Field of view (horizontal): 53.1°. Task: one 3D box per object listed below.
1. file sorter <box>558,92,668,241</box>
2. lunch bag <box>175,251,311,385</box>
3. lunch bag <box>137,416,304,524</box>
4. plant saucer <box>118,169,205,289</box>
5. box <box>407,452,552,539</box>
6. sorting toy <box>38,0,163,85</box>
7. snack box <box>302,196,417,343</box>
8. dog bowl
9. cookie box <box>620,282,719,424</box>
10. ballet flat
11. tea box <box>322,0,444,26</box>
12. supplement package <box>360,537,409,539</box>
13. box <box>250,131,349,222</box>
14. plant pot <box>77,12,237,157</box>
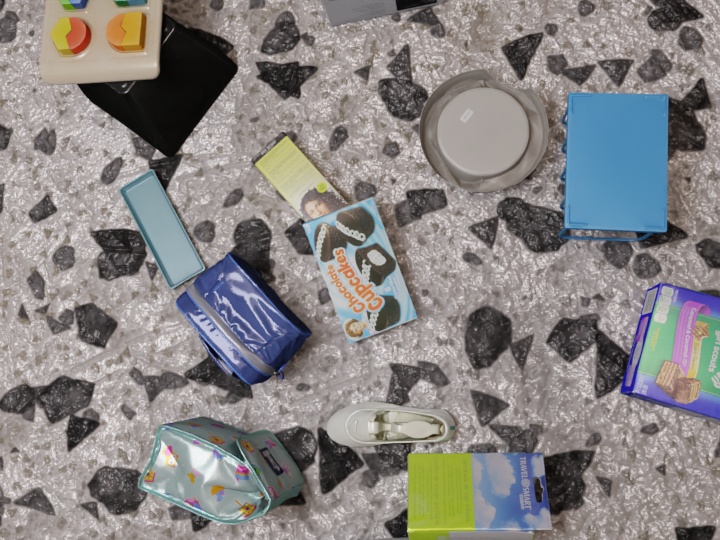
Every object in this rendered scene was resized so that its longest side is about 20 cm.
[{"bbox_3d":[0.371,-0.147,1.078,0.139,0.123,0.200,3,82,8],"label":"file sorter"},{"bbox_3d":[-0.178,0.086,1.105,0.132,0.136,0.200,-43,81,0],"label":"lunch bag"},{"bbox_3d":[-0.192,0.293,1.058,0.200,0.170,0.122,15,86,13],"label":"lunch bag"},{"bbox_3d":[-0.331,-0.069,1.205,0.070,0.019,0.200,-30,81,2],"label":"plant saucer"},{"bbox_3d":[0.169,0.329,1.049,0.200,0.048,0.122,-3,50,7],"label":"box"},{"bbox_3d":[-0.385,-0.380,1.066,0.185,0.036,0.200,-2,82,7],"label":"sorting toy"},{"bbox_3d":[0.000,0.000,1.115,0.116,0.037,0.200,-21,98,1],"label":"snack box"},{"bbox_3d":[0.193,-0.215,1.141,0.200,0.059,0.200,-1,81,6],"label":"dog bowl"},{"bbox_3d":[0.506,0.128,1.047,0.200,0.075,0.171,16,84,8],"label":"cookie box"},{"bbox_3d":[0.044,0.235,1.093,0.200,0.069,0.070,-1,82,7],"label":"ballet flat"},{"bbox_3d":[0.024,-0.533,1.168,0.200,0.134,0.197,-10,80,5],"label":"tea box"},{"bbox_3d":[0.026,0.456,1.041,0.200,0.110,0.114,-5,82,6],"label":"supplement package"},{"bbox_3d":[-0.085,-0.127,1.167,0.075,0.050,0.200,-43,79,0],"label":"box"},{"bbox_3d":[-0.355,-0.337,1.165,0.199,0.177,0.200,36,88,11],"label":"plant pot"}]
